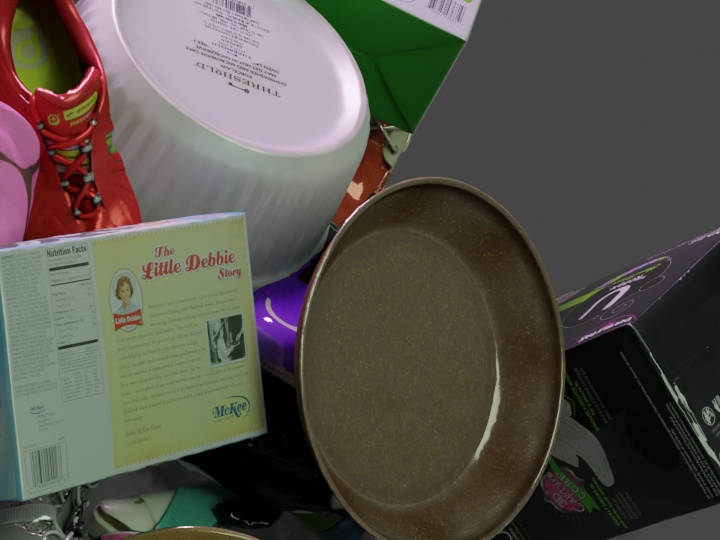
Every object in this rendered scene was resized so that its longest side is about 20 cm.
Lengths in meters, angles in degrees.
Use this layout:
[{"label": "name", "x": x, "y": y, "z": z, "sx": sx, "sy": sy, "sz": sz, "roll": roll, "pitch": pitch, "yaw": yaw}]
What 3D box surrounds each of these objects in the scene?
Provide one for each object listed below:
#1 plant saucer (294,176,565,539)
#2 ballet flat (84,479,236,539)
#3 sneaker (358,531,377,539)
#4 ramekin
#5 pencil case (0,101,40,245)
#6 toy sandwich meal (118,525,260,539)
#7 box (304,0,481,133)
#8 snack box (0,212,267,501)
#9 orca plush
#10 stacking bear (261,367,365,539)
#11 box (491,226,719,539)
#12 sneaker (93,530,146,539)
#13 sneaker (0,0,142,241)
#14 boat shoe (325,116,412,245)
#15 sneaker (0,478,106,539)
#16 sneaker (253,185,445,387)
[{"label": "plant saucer", "x": 0.031, "y": 0.051, "z": 1.372, "sx": 0.200, "sy": 0.037, "sz": 0.201, "roll": 3, "pitch": 86, "yaw": -43}, {"label": "ballet flat", "x": -0.128, "y": 0.162, "z": 1.374, "sx": 0.070, "sy": 0.067, "sz": 0.200, "roll": 40, "pitch": 46, "yaw": -4}, {"label": "sneaker", "x": 0.019, "y": 0.231, "z": 1.404, "sx": 0.077, "sy": 0.082, "sz": 0.201, "roll": -3, "pitch": 111, "yaw": -64}, {"label": "ramekin", "x": -0.090, "y": -0.088, "z": 1.441, "sx": 0.200, "sy": 0.105, "sz": 0.201, "roll": 21, "pitch": 40, "yaw": -18}, {"label": "pencil case", "x": -0.214, "y": 0.016, "z": 1.233, "sx": 0.093, "sy": 0.091, "sz": 0.201, "roll": 9, "pitch": 63, "yaw": -3}, {"label": "toy sandwich meal", "x": -0.089, "y": 0.222, "z": 1.246, "sx": 0.204, "sy": 0.070, "sz": 0.206, "roll": 0, "pitch": 93, "yaw": -10}, {"label": "box", "x": -0.019, "y": -0.210, "z": 1.558, "sx": 0.199, "sy": 0.097, "sz": 0.177, "roll": 24, "pitch": 48, "yaw": -6}, {"label": "snack box", "x": -0.119, "y": 0.038, "z": 1.251, "sx": 0.200, "sy": 0.037, "sz": 0.117, "roll": -11, "pitch": 96, "yaw": -57}, {"label": "orca plush", "x": -0.064, "y": 0.065, "z": 1.377, "sx": 0.200, "sy": 0.071, "sz": 0.105, "roll": 39, "pitch": 65, "yaw": 3}, {"label": "stacking bear", "x": -0.018, "y": 0.089, "z": 1.478, "sx": 0.200, "sy": 0.121, "sz": 0.114, "roll": 37, "pitch": 41, "yaw": -12}, {"label": "box", "x": 0.158, "y": 0.078, "z": 1.570, "sx": 0.148, "sy": 0.200, "sz": 0.125, "roll": -38, "pitch": 100, "yaw": -45}, {"label": "sneaker", "x": -0.057, "y": 0.194, "z": 1.331, "sx": 0.200, "sy": 0.086, "sz": 0.081, "roll": 27, "pitch": 88, "yaw": -9}, {"label": "sneaker", "x": -0.155, "y": -0.064, "z": 1.309, "sx": 0.077, "sy": 0.085, "sz": 0.201, "roll": -16, "pitch": 80, "yaw": -20}, {"label": "boat shoe", "x": 0.005, "y": -0.100, "z": 1.609, "sx": 0.071, "sy": 0.062, "sz": 0.201, "roll": 37, "pitch": 52, "yaw": -27}, {"label": "sneaker", "x": -0.161, "y": 0.130, "z": 1.297, "sx": 0.200, "sy": 0.082, "sz": 0.075, "roll": -53, "pitch": 148, "yaw": -13}, {"label": "sneaker", "x": 0.000, "y": 0.000, "z": 1.418, "sx": 0.069, "sy": 0.100, "sz": 0.200, "roll": 36, "pitch": 24, "yaw": 16}]
